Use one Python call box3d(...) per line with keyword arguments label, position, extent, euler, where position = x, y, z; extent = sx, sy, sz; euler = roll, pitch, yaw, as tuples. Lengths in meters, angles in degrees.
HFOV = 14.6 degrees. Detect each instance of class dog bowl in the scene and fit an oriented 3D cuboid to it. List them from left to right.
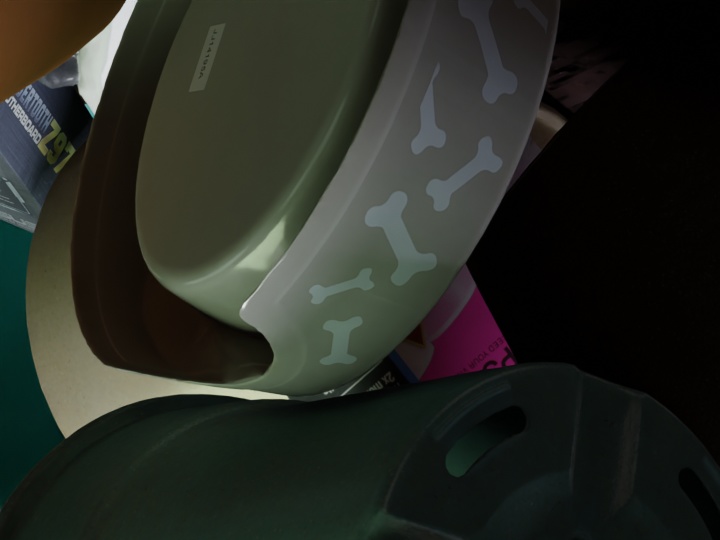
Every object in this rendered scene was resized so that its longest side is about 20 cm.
box3d(label="dog bowl", position=(-0.014, -0.054, 0.840), extent=(0.058, 0.201, 0.200), euler=(24, 171, -26))

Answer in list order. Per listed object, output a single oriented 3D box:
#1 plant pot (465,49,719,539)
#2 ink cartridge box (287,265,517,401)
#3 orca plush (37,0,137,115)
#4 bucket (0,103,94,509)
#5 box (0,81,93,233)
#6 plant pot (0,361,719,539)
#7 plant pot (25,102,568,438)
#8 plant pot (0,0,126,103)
box3d(label="plant pot", position=(0.137, 0.029, 0.903), extent=(0.200, 0.187, 0.187), euler=(42, 169, 7))
box3d(label="ink cartridge box", position=(0.009, 0.013, 0.989), extent=(0.200, 0.095, 0.037), euler=(50, -152, 3))
box3d(label="orca plush", position=(-0.079, -0.120, 1.006), extent=(0.105, 0.071, 0.200), euler=(-18, 133, 9))
box3d(label="bucket", position=(-0.133, 0.025, 1.292), extent=(0.207, 0.208, 0.135), euler=(33, 168, -12))
box3d(label="box", position=(-0.212, -0.093, 1.150), extent=(0.199, 0.051, 0.158), euler=(21, 164, 21))
box3d(label="plant pot", position=(0.008, 0.119, 0.853), extent=(0.200, 0.201, 0.196), euler=(35, 151, -23))
box3d(label="plant pot", position=(0.000, 0.000, 1.097), extent=(0.187, 0.188, 0.200), euler=(36, 147, -26))
box3d(label="plant pot", position=(-0.161, -0.122, 0.899), extent=(0.200, 0.140, 0.201), euler=(23, 123, 41))
